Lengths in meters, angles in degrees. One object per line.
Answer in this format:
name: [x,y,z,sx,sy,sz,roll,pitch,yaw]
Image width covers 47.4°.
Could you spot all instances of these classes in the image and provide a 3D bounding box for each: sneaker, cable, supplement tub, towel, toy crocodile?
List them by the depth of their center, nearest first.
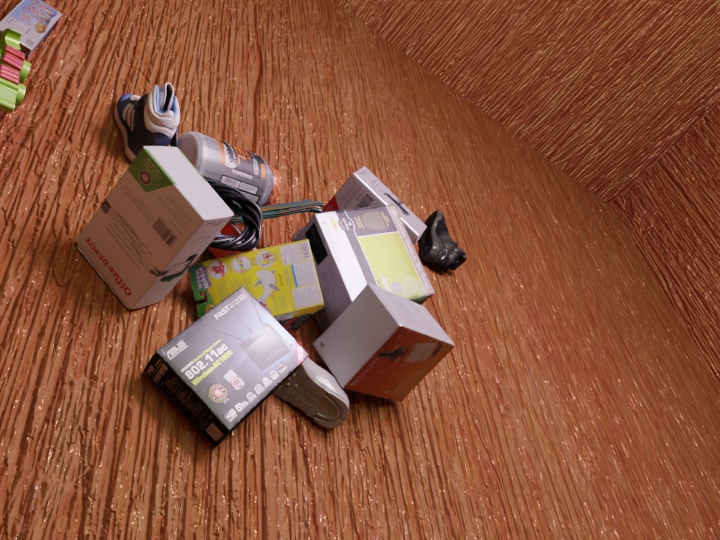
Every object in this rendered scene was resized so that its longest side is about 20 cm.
cable: [-0.249,-0.098,1.325,0.199,0.051,0.163,36,29,11]
sneaker: [-0.098,0.170,1.329,0.200,0.076,0.081,46,17,-10]
toy crocodile: [-0.591,-0.333,1.372,0.067,0.062,0.201,25,33,-33]
towel: [-0.174,-0.103,1.478,0.198,0.022,0.147,-9,8,-13]
sneaker: [-0.385,-0.301,1.517,0.080,0.147,0.201,20,35,-38]
supplement tub: [-0.256,-0.176,1.544,0.199,0.123,0.123,16,37,-44]
sneaker: [0.210,-0.069,2.096,0.114,0.076,0.200,35,31,-21]

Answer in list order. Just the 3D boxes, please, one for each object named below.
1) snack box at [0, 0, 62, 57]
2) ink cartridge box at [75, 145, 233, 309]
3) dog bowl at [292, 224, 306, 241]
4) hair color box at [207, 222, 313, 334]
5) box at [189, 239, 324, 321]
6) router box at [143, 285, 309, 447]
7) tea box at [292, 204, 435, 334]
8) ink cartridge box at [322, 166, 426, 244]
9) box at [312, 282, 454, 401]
snack box: [-0.630,-0.468,1.557,0.072,0.024,0.201,31,29,-21]
ink cartridge box: [-0.309,-0.063,1.220,0.146,0.200,0.084,49,24,10]
dog bowl: [-0.045,-0.032,1.701,0.199,0.059,0.201,34,27,-20]
hair color box: [-0.172,0.017,1.407,0.200,0.061,0.102,47,-2,9]
box: [-0.168,0.029,1.323,0.198,0.048,0.118,-11,75,-11]
router box: [-0.190,0.134,1.191,0.150,0.062,0.200,44,43,4]
tea box: [0.000,0.000,1.542,0.196,0.134,0.201,-9,67,-35]
ink cartridge box: [0.025,-0.105,1.807,0.200,0.144,0.084,44,26,1]
box: [0.044,0.131,1.435,0.200,0.152,0.107,23,24,-54]
